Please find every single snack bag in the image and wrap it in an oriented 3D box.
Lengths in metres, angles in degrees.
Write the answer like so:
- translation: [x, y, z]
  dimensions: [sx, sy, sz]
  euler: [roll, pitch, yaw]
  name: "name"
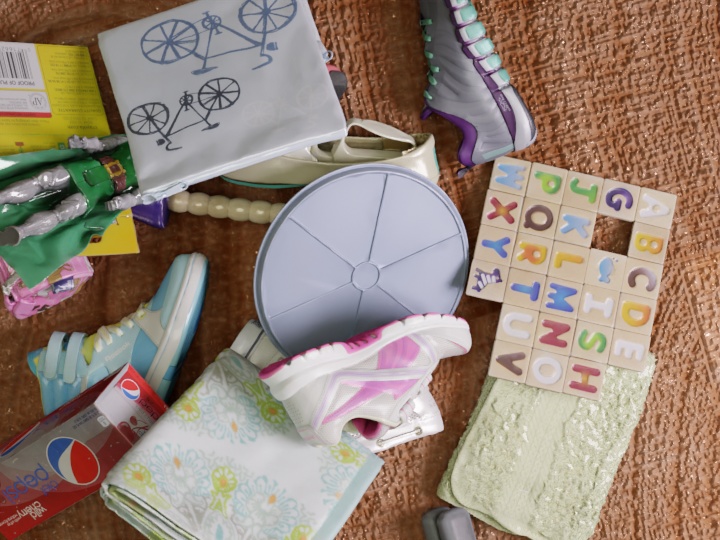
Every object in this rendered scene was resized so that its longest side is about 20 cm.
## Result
- translation: [-0.115, -0.158, 1.179]
  dimensions: [0.189, 0.021, 0.200]
  euler: [-18, 58, -3]
  name: "snack bag"

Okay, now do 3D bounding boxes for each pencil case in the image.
- translation: [-0.314, -0.060, 1.227]
  dimensions: [0.083, 0.087, 0.200]
  euler: [-27, 87, -4]
  name: "pencil case"

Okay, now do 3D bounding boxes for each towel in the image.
- translation: [0.169, 0.143, 1.237]
  dimensions: [0.148, 0.036, 0.200]
  euler: [23, 92, 1]
  name: "towel"
- translation: [-0.092, 0.167, 1.117]
  dimensions: [0.171, 0.200, 0.048]
  euler: [38, 132, 3]
  name: "towel"

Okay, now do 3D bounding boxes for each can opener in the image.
- translation: [0.109, 0.305, 1.243]
  dimensions: [0.066, 0.053, 0.200]
  euler: [-21, 92, -32]
  name: "can opener"

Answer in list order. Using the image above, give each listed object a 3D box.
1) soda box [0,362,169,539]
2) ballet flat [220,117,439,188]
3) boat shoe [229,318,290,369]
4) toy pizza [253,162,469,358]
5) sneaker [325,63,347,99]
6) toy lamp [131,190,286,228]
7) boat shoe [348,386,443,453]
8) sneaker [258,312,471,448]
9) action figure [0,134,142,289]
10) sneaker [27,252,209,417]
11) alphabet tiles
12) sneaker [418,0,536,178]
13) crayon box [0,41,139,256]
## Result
- translation: [-0.251, 0.158, 1.190]
  dimensions: [0.200, 0.063, 0.070]
  euler: [-31, 105, 34]
  name: "soda box"
- translation: [-0.028, -0.107, 1.221]
  dimensions: [0.200, 0.069, 0.070]
  euler: [5, 91, -5]
  name: "ballet flat"
- translation: [-0.116, 0.145, 1.234]
  dimensions: [0.070, 0.071, 0.200]
  euler: [29, 86, 7]
  name: "boat shoe"
- translation: [0.000, 0.000, 1.215]
  dimensions: [0.200, 0.032, 0.200]
  euler: [-7, 112, -18]
  name: "toy pizza"
- translation: [-0.113, -0.168, 1.226]
  dimensions: [0.200, 0.074, 0.087]
  euler: [-11, 71, -4]
  name: "sneaker"
- translation: [-0.120, -0.057, 1.237]
  dimensions: [0.200, 0.058, 0.058]
  euler: [9, 91, -1]
  name: "toy lamp"
- translation: [-0.019, 0.166, 1.227]
  dimensions: [0.200, 0.071, 0.069]
  euler: [-29, 88, 1]
  name: "boat shoe"
- translation: [0.013, 0.094, 1.165]
  dimensions: [0.200, 0.081, 0.088]
  euler: [-17, 87, -30]
  name: "sneaker"
- translation: [-0.226, -0.072, 1.146]
  dimensions: [0.055, 0.200, 0.118]
  euler: [-33, 88, 42]
  name: "action figure"
- translation: [-0.220, 0.061, 1.230]
  dimensions: [0.131, 0.080, 0.200]
  euler: [22, 91, 0]
  name: "sneaker"
- translation: [0.180, 0.008, 1.224]
  dimensions: [0.167, 0.008, 0.200]
  euler: [13, 76, 2]
  name: "alphabet tiles"
- translation: [0.075, -0.184, 1.218]
  dimensions: [0.088, 0.074, 0.200]
  euler: [-28, 91, 7]
  name: "sneaker"
- translation: [-0.275, -0.096, 1.186]
  dimensions: [0.051, 0.127, 0.200]
  euler: [-31, 70, 45]
  name: "crayon box"
